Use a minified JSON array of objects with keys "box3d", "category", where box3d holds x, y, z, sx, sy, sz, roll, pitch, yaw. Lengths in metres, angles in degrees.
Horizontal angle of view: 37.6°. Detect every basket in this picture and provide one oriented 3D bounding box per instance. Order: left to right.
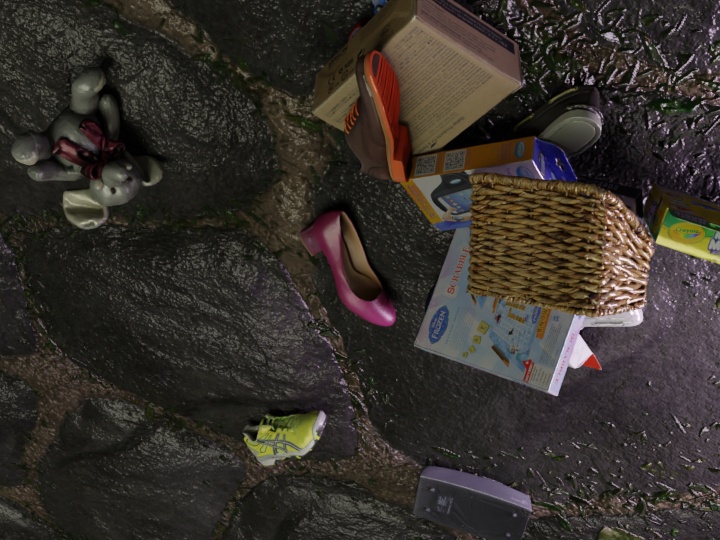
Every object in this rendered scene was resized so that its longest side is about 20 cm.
[{"box3d":[0.236,-0.038,1.229,0.199,0.142,0.150,10,103,48],"category":"basket"}]

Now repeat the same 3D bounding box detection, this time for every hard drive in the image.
[{"box3d":[0.196,0.411,1.859,0.199,0.042,0.135,15,136,9],"category":"hard drive"}]

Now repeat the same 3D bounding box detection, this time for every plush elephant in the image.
[{"box3d":[-0.371,-0.153,1.485,0.155,0.165,0.200,41,164,1],"category":"plush elephant"}]

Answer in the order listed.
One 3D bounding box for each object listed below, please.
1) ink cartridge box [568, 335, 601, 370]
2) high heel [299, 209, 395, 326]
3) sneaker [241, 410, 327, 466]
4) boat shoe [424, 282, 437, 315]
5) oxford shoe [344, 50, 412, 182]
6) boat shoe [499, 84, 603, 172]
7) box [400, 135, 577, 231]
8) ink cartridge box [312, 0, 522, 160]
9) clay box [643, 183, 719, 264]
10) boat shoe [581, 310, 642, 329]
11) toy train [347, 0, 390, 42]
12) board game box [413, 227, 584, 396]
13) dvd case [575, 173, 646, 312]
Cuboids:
[{"box3d":[0.233,0.105,1.465,0.161,0.050,0.200,14,162,30],"category":"ink cartridge box"},{"box3d":[0.000,0.000,1.528,0.200,0.068,0.096,45,143,-16],"category":"high heel"},{"box3d":[-0.137,0.288,1.862,0.076,0.076,0.200,43,132,-19],"category":"sneaker"},{"box3d":[0.159,0.023,1.484,0.084,0.069,0.200,29,136,-6],"category":"boat shoe"},{"box3d":[0.010,-0.170,1.216,0.072,0.072,0.201,2,144,14],"category":"oxford shoe"},{"box3d":[0.219,-0.158,1.293,0.071,0.061,0.201,27,147,-25],"category":"boat shoe"},{"box3d":[0.161,-0.105,1.301,0.199,0.042,0.119,-5,147,30],"category":"box"},{"box3d":[0.065,-0.227,1.253,0.164,0.076,0.200,25,139,-29],"category":"ink cartridge box"},{"box3d":[0.395,-0.049,1.225,0.114,0.200,0.048,19,107,6],"category":"clay box"},{"box3d":[0.278,0.050,1.399,0.199,0.074,0.066,1,127,48],"category":"boat shoe"},{"box3d":[0.008,-0.281,1.287,0.046,0.034,0.200,40,136,1],"category":"toy train"},{"box3d":[0.192,0.036,1.365,0.199,0.201,0.041,18,174,31],"category":"board game box"},{"box3d":[0.295,-0.037,1.370,0.150,0.025,0.201,18,140,33],"category":"dvd case"}]
